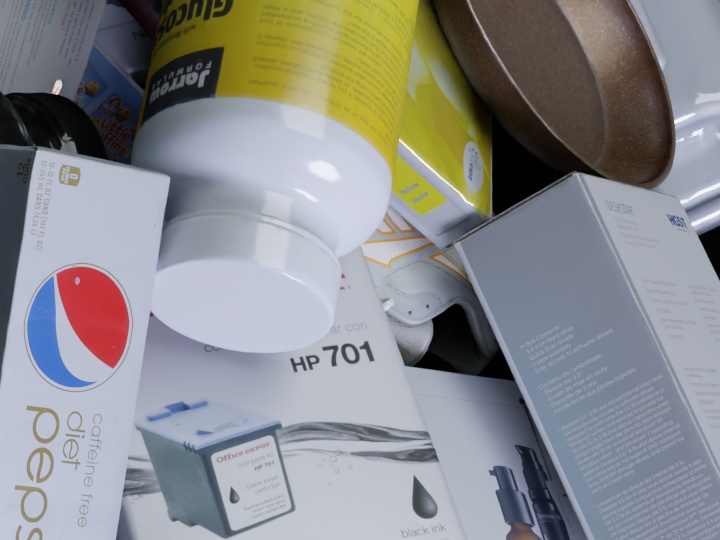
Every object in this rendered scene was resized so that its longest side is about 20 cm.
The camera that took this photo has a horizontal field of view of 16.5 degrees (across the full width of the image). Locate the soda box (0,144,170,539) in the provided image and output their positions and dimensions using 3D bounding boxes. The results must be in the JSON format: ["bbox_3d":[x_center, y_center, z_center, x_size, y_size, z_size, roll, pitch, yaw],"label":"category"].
[{"bbox_3d":[-0.133,0.053,0.995,0.068,0.063,0.202,10,88,-39],"label":"soda box"}]

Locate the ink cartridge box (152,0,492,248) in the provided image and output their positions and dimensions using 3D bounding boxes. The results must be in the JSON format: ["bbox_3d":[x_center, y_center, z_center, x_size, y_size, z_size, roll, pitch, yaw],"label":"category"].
[{"bbox_3d":[-0.009,-0.140,1.243,0.200,0.047,0.198,42,35,-31],"label":"ink cartridge box"}]

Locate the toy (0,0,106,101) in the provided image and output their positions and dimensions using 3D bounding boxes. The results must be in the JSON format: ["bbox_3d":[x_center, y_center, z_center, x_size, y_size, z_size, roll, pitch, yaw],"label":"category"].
[{"bbox_3d":[-0.223,-0.103,1.119,0.199,0.047,0.116,17,92,-35],"label":"toy"}]

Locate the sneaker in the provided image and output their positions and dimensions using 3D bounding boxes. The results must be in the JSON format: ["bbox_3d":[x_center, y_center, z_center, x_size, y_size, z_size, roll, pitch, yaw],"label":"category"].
[{"bbox_3d":[0.000,0.000,1.245,0.199,0.076,0.093,13,54,-34],"label":"sneaker"}]

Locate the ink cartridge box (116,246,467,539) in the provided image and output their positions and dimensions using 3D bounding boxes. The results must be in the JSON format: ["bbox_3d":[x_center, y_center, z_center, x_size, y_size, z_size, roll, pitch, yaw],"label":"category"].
[{"bbox_3d":[-0.045,0.098,1.071,0.145,0.086,0.201,-9,62,-21],"label":"ink cartridge box"}]

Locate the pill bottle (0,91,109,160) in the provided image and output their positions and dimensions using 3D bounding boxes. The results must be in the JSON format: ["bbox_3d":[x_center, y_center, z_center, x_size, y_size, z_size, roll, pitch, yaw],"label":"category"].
[{"bbox_3d":[-0.205,-0.029,1.040,0.199,0.112,0.112,-6,62,-46],"label":"pill bottle"}]

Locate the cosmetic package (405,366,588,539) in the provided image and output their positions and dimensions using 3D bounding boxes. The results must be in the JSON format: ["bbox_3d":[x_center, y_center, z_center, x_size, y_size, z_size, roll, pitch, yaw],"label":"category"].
[{"bbox_3d":[0.053,0.125,1.205,0.199,0.052,0.152,9,50,-39],"label":"cosmetic package"}]

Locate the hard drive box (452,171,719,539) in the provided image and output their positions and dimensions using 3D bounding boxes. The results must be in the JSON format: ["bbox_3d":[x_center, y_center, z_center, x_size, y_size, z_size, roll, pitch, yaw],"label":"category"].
[{"bbox_3d":[0.146,0.060,1.238,0.156,0.077,0.201,8,55,-63],"label":"hard drive box"}]

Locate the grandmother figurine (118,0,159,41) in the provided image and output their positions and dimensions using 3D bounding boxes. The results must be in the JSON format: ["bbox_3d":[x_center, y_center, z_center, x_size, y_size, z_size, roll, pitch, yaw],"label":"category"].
[{"bbox_3d":[-0.088,-0.150,1.233,0.121,0.061,0.201,-10,73,-37],"label":"grandmother figurine"}]

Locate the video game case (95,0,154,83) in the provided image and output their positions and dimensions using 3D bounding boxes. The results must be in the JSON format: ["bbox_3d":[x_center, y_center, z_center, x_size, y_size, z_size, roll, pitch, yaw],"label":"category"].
[{"bbox_3d":[-0.115,-0.197,1.289,0.181,0.024,0.201,-19,75,-30],"label":"video game case"}]

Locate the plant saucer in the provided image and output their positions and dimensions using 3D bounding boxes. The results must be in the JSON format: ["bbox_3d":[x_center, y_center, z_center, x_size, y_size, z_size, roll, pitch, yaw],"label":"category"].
[{"bbox_3d":[0.094,-0.124,1.310,0.200,0.037,0.201,39,34,-33],"label":"plant saucer"}]

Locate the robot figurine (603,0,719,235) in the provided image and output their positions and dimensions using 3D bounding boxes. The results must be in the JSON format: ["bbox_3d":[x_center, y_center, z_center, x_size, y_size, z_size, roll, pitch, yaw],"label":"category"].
[{"bbox_3d":[0.169,-0.119,1.469,0.170,0.112,0.201,61,6,-66],"label":"robot figurine"}]

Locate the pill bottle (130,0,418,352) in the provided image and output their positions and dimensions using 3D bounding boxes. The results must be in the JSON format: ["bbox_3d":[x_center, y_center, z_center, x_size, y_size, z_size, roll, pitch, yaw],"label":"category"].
[{"bbox_3d":[-0.037,-0.072,1.062,0.112,0.112,0.201,24,58,-27],"label":"pill bottle"}]

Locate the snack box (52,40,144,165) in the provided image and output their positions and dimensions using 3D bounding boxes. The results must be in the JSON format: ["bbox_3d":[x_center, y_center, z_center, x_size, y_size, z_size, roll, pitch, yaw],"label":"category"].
[{"bbox_3d":[-0.172,-0.106,1.191,0.200,0.024,0.072,46,58,-3],"label":"snack box"}]
